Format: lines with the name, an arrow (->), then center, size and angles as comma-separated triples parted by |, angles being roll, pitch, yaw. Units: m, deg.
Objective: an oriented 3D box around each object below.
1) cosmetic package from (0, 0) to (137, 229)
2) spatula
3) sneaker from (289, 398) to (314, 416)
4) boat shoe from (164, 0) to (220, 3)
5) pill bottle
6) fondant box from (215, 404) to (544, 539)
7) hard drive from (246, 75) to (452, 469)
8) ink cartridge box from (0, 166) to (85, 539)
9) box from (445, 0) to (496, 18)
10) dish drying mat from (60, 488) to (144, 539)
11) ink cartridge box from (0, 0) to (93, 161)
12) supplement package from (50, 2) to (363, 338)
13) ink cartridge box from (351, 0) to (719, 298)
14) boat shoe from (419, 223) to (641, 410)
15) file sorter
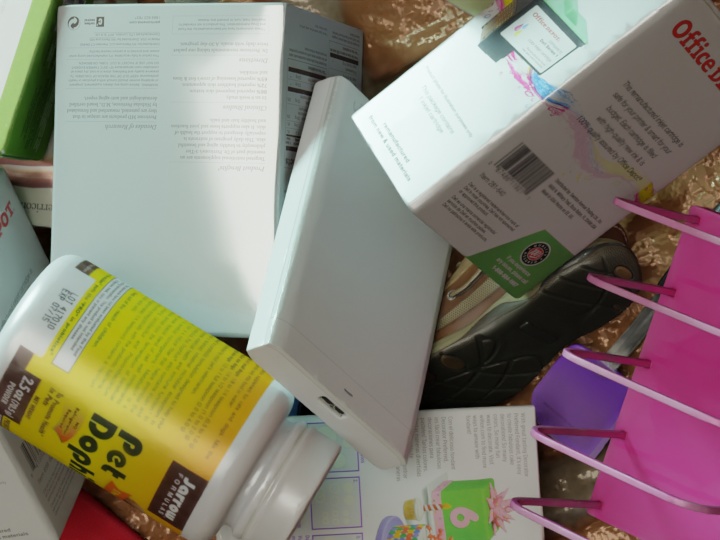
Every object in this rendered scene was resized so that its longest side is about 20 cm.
cosmetic package -> -0.210, -0.127, 1.620 | 0.103, 0.087, 0.200 | 3, 91, 17
spatula -> 0.177, 0.027, 1.516 | 0.056, 0.021, 0.200 | 39, 100, 10
sneaker -> -0.019, 0.164, 1.561 | 0.078, 0.066, 0.200 | -28, 80, 13
boat shoe -> -0.057, -0.246, 1.579 | 0.200, 0.072, 0.060 | -40, 72, 11
pill bottle -> -0.115, 0.084, 1.431 | 0.200, 0.109, 0.109 | 31, 99, 3
fondant box -> 0.011, 0.160, 1.509 | 0.200, 0.058, 0.145 | -3, 81, -3
hard drive -> 0.000, 0.000, 1.471 | 0.026, 0.132, 0.200 | -17, 45, 35
ink cartridge box -> -0.243, 0.056, 1.554 | 0.083, 0.145, 0.200 | -9, 122, 21
box -> 0.118, -0.224, 1.438 | 0.097, 0.200, 0.176 | 43, 104, 40
dish drying mat -> -0.133, 0.233, 1.626 | 0.200, 0.018, 0.077 | 38, 100, 17
ink cartridge box -> -0.279, -0.170, 1.548 | 0.200, 0.076, 0.148 | 19, 93, 11
supplement package -> -0.094, -0.059, 1.545 | 0.151, 0.151, 0.200 | 2, 89, 19
ink cartridge box -> 0.120, -0.095, 1.408 | 0.200, 0.145, 0.084 | -38, 55, 11
boat shoe -> 0.087, 0.024, 1.530 | 0.200, 0.076, 0.074 | -33, 46, 25
file sorter -> 0.188, 0.071, 1.417 | 0.139, 0.125, 0.200 | 24, 99, 38
